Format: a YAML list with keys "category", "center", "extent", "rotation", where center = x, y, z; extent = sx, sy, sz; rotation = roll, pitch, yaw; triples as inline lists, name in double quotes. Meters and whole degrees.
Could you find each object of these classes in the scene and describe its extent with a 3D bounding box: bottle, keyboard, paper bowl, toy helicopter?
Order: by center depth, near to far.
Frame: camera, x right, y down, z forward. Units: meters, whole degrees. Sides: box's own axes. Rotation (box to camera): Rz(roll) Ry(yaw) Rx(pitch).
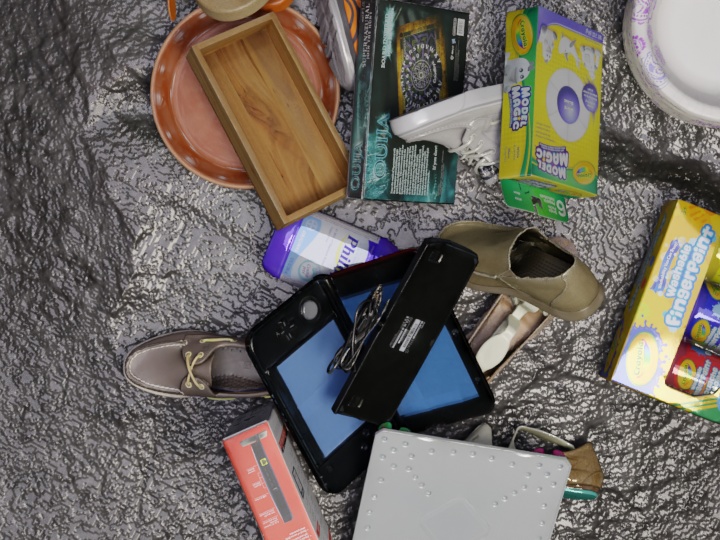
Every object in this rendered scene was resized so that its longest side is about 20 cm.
- category: "keyboard"
  center: [0.030, 0.052, 1.420]
  extent: [0.104, 0.040, 0.201]
  rotation: [21, 101, -40]
- category: "paper bowl"
  center: [0.369, -0.248, 1.495]
  extent: [0.199, 0.104, 0.203]
  rotation: [0, 90, -1]
- category: "toy helicopter"
  center: [-0.157, -0.342, 1.498]
  extent: [0.131, 0.079, 0.201]
  rotation: [-22, 68, 1]
- category: "bottle"
  center: [0.000, 0.000, 1.510]
  extent: [0.199, 0.065, 0.084]
  rotation: [23, 96, -1]

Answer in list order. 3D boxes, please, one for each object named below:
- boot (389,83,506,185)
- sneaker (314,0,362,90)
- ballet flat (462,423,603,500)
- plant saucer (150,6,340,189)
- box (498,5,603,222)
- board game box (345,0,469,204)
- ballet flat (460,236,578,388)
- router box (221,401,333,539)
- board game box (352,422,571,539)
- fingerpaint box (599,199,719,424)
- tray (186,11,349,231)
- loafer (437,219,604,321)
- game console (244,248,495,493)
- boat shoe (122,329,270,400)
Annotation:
- category: "boot"
  center: [0.120, -0.133, 1.471]
  extent: [0.199, 0.073, 0.096]
  rotation: [-19, 94, -37]
- category: "sneaker"
  center: [0.010, -0.288, 1.491]
  extent: [0.111, 0.078, 0.202]
  rotation: [-9, 83, -13]
- category: "ballet flat"
  center: [0.155, 0.198, 1.518]
  extent: [0.198, 0.068, 0.073]
  rotation: [2, 70, 0]
- category: "plant saucer"
  center: [-0.120, -0.186, 1.526]
  extent: [0.198, 0.032, 0.202]
  rotation: [0, 89, 0]
- category: "box"
  center: [0.194, -0.155, 1.478]
  extent: [0.117, 0.048, 0.202]
  rotation: [11, 81, -45]
- category: "board game box"
  center: [0.049, -0.170, 1.482]
  extent: [0.135, 0.028, 0.202]
  rotation: [1, 95, -42]
- category: "ballet flat"
  center: [0.164, 0.050, 1.511]
  extent: [0.068, 0.067, 0.201]
  rotation: [36, 89, -1]
- category: "router box"
  center: [-0.075, 0.229, 1.442]
  extent: [0.049, 0.200, 0.181]
  rotation: [-23, 90, -1]
- category: "board game box"
  center: [0.096, 0.254, 1.484]
  extent: [0.198, 0.026, 0.201]
  rotation: [10, 117, -4]
- category: "fingerpaint box"
  center: [0.364, 0.049, 1.510]
  extent: [0.166, 0.073, 0.201]
  rotation: [22, 90, -1]
- category: "tray"
  center: [-0.087, -0.152, 1.475]
  extent: [0.098, 0.037, 0.201]
  rotation: [-27, 87, -22]
- category: "loafer"
  center: [0.157, -0.014, 1.470]
  extent: [0.199, 0.068, 0.076]
  rotation: [20, 56, 34]
- category: "game console"
  center: [0.011, 0.104, 1.451]
  extent: [0.172, 0.118, 0.201]
  rotation: [-39, 113, -31]
- category: "boat shoe"
  center: [-0.151, 0.101, 1.511]
  extent: [0.198, 0.060, 0.073]
  rotation: [3, 90, -1]
